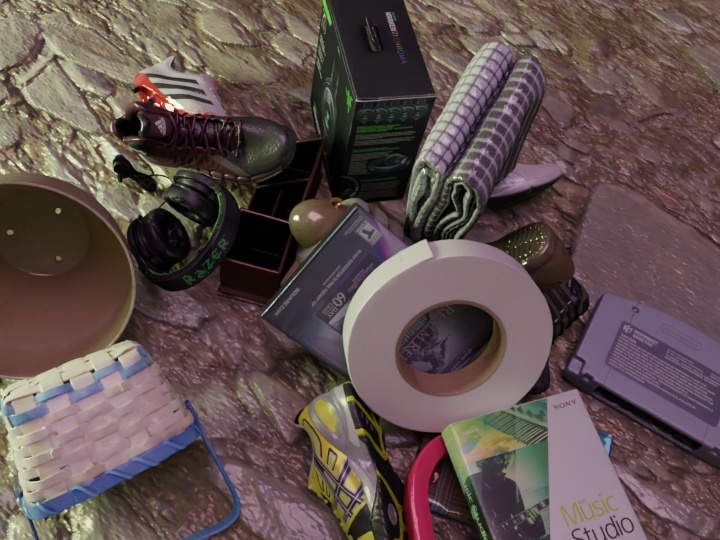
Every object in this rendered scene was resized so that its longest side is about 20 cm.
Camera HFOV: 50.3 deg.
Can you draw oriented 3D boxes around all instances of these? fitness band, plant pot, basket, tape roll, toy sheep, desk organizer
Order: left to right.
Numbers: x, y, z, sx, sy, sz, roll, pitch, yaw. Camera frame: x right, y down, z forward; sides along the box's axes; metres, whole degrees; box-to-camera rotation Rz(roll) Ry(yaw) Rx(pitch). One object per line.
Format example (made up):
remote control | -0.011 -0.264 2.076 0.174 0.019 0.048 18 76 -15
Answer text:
plant pot | -0.323 -0.012 0.757 0.200 0.201 0.134 -5 25 -12
basket | -0.218 0.172 0.688 0.176 0.139 0.200 -21 93 -23
desk organizer | -0.097 -0.065 0.870 0.072 0.077 0.200 15 59 0
toy sheep | 0.000 0.000 0.820 0.200 0.138 0.138 47 57 -23
tape roll | 0.083 0.066 0.735 0.202 0.203 0.037 1 28 -9
fitness band | 0.115 0.247 0.720 0.143 0.037 0.200 -2 60 -14

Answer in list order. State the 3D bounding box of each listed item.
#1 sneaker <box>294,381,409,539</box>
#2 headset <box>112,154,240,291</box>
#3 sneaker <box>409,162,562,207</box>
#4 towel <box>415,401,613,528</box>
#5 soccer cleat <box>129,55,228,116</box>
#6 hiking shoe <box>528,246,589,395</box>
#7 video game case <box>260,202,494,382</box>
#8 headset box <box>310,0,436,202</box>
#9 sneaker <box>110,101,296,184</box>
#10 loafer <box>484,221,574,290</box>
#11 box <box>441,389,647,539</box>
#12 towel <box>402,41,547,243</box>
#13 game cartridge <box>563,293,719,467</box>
sneaker | -0.004 0.213 0.740 0.076 0.075 0.200 -24 67 16
headset | -0.208 -0.063 0.827 0.124 0.094 0.200 -47 43 1
sneaker | 0.154 -0.116 0.938 0.200 0.070 0.080 -12 77 -17
towel | 0.158 0.203 0.790 0.200 0.022 0.147 20 58 2
soccer cleat | -0.191 -0.194 0.937 0.200 0.069 0.085 35 65 16
hiking shoe | 0.212 0.045 0.859 0.101 0.076 0.200 5 58 -3
video game case | 0.023 0.048 0.760 0.200 0.019 0.143 38 100 -19
headset box | 0.008 -0.207 0.900 0.093 0.200 0.174 -6 62 -13
sneaker | -0.178 -0.139 0.819 0.200 0.116 0.076 4 87 18
loafer | 0.144 0.010 0.814 0.067 0.200 0.076 36 65 -18
box | 0.176 0.220 0.707 0.144 0.036 0.200 -12 63 -19
towel | 0.115 -0.113 0.798 0.086 0.200 0.166 26 70 7
game cartridge | 0.342 0.115 0.865 0.200 0.042 0.133 31 56 9
